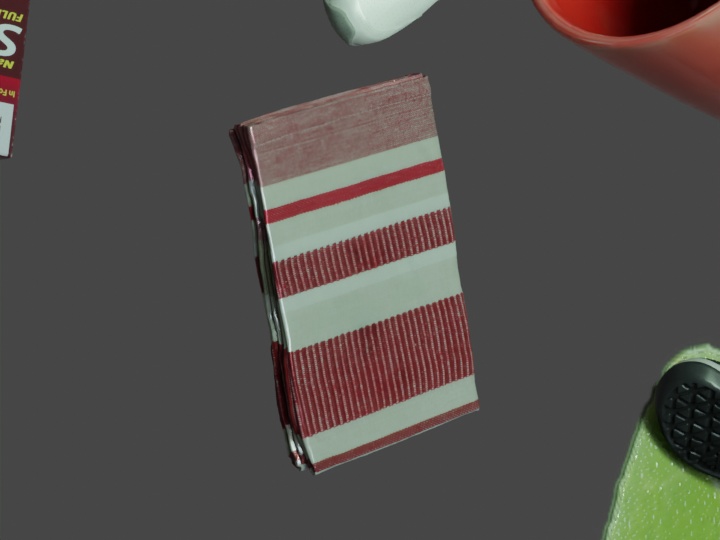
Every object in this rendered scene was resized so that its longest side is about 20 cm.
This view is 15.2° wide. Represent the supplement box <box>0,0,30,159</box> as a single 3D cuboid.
[{"bbox_3d":[-0.216,-0.159,1.308,0.109,0.061,0.201,9,86,-39],"label":"supplement box"}]

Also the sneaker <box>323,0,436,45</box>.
[{"bbox_3d":[0.054,-0.200,1.522,0.200,0.080,0.071,-46,119,-28],"label":"sneaker"}]

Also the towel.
[{"bbox_3d":[0.000,0.000,1.514,0.144,0.023,0.201,-18,103,-40],"label":"towel"}]

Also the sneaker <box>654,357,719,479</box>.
[{"bbox_3d":[0.256,0.092,1.711,0.200,0.072,0.083,33,45,-36],"label":"sneaker"}]

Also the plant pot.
[{"bbox_3d":[0.225,-0.179,1.601,0.177,0.200,0.201,36,68,-44],"label":"plant pot"}]
